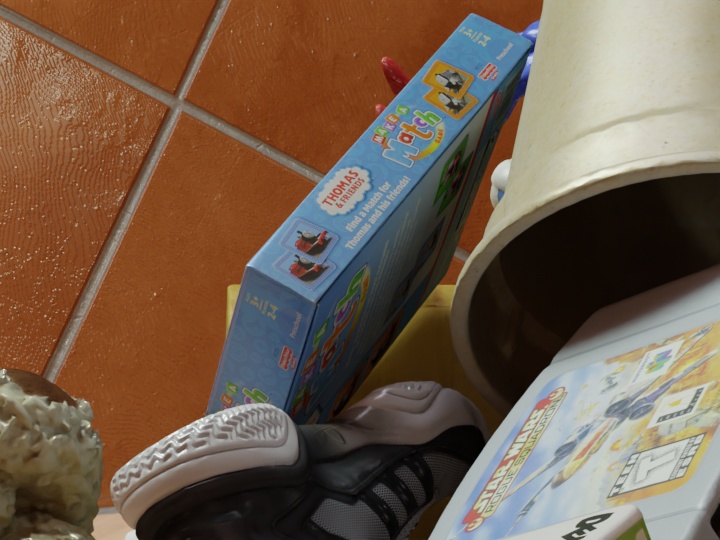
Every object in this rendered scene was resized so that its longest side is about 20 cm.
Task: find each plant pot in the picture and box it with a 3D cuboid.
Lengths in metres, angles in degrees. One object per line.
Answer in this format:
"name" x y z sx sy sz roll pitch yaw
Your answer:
"plant pot" 0.141 -0.047 0.789 0.200 0.184 0.201 4 -38 3

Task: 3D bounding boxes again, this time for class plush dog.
"plush dog" -0.179 0.157 0.841 0.172 0.200 0.161 -6 -43 -43

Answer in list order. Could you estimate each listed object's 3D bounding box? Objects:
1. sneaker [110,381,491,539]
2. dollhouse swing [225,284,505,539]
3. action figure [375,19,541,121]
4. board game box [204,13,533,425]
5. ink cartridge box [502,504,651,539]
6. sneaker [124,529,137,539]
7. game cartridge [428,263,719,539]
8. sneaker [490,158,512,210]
"sneaker" -0.003 0.108 0.721 0.075 0.114 0.200 -34 -19 31
"dollhouse swing" 0.034 0.104 0.942 0.200 0.176 0.182 0 -38 -5
"action figure" 0.094 -0.125 0.895 0.200 0.099 0.065 -15 38 17
"board game box" 0.000 0.000 0.828 0.200 0.037 0.151 -52 -14 -44
"ink cartridge box" 0.048 0.101 0.411 0.200 0.076 0.148 -22 -1 29
"sneaker" -0.054 0.145 0.979 0.112 0.073 0.200 -21 -2 -5
"game cartridge" 0.089 0.063 0.627 0.133 0.042 0.200 -19 23 42
"sneaker" 0.113 0.021 1.034 0.076 0.105 0.200 29 -5 42
